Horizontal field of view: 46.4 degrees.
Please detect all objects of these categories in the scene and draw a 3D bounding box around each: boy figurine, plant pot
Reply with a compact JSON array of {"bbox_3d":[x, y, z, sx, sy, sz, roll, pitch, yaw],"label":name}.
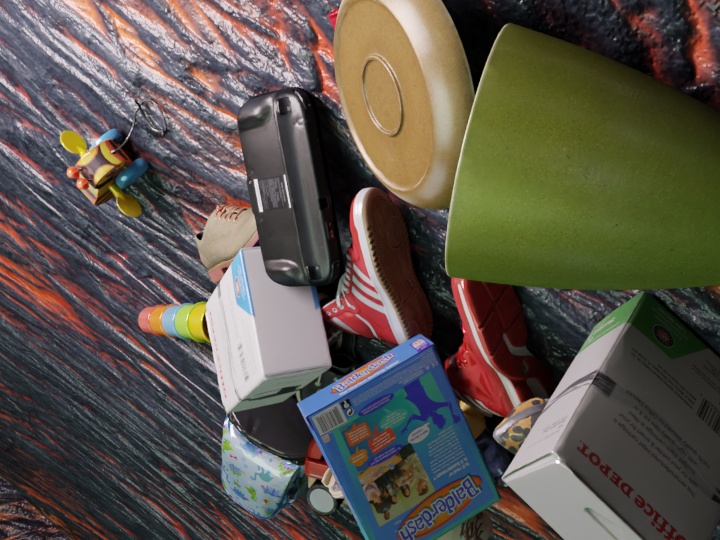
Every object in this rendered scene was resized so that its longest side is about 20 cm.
[{"bbox_3d":[0.094,0.171,0.959,0.124,0.064,0.200,-37,96,22],"label":"boy figurine"},{"bbox_3d":[0.026,-0.141,0.668,0.200,0.027,0.201,51,153,39],"label":"plant pot"},{"bbox_3d":[0.181,-0.062,0.597,0.198,0.188,0.188,15,136,14],"label":"plant pot"}]

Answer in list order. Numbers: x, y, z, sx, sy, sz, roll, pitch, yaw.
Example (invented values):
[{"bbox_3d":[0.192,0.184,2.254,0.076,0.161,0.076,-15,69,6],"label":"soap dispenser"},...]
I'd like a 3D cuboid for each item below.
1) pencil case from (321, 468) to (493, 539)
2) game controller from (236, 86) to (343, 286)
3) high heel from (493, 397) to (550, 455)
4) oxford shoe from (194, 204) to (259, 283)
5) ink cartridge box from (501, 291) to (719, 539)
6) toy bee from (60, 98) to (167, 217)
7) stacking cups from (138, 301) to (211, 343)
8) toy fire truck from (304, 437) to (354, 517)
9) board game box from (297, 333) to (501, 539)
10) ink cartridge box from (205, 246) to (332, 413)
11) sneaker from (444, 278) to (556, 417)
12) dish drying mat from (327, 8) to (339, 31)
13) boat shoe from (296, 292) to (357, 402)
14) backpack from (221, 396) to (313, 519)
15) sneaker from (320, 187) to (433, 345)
[{"bbox_3d":[0.055,0.270,0.967,0.199,0.078,0.089,37,118,-18],"label":"pencil case"},{"bbox_3d":[-0.074,-0.082,0.859,0.104,0.042,0.202,-1,102,46],"label":"game controller"},{"bbox_3d":[0.189,0.203,0.845,0.072,0.141,0.202,-116,23,-52],"label":"high heel"},{"bbox_3d":[-0.149,-0.047,0.991,0.075,0.070,0.200,55,141,-2],"label":"oxford shoe"},{"bbox_3d":[0.230,0.141,0.699,0.146,0.200,0.084,43,144,2],"label":"ink cartridge box"},{"bbox_3d":[-0.326,-0.133,1.044,0.130,0.109,0.201,37,143,13],"label":"toy bee"},{"bbox_3d":[-0.259,0.070,1.225,0.199,0.060,0.061,2,127,48],"label":"stacking cups"},{"bbox_3d":[0.014,0.222,1.061,0.174,0.129,0.202,9,111,21],"label":"toy fire truck"},{"bbox_3d":[0.043,0.191,0.882,0.201,0.151,0.045,66,169,-16],"label":"board game box"},{"bbox_3d":[-0.114,0.073,0.987,0.200,0.083,0.147,137,123,-61],"label":"ink cartridge box"},{"bbox_3d":[0.113,0.080,0.858,0.115,0.078,0.201,-5,120,44],"label":"sneaker"},{"bbox_3d":[0.041,-0.149,0.755,0.076,0.018,0.201,-8,119,46],"label":"dish drying mat"},{"bbox_3d":[-0.036,0.121,1.041,0.062,0.073,0.201,26,135,28],"label":"boat shoe"},{"bbox_3d":[-0.132,0.271,1.236,0.162,0.154,0.200,29,154,9],"label":"backpack"},{"bbox_3d":[0.000,0.000,0.892,0.112,0.071,0.201,7,132,35],"label":"sneaker"}]
